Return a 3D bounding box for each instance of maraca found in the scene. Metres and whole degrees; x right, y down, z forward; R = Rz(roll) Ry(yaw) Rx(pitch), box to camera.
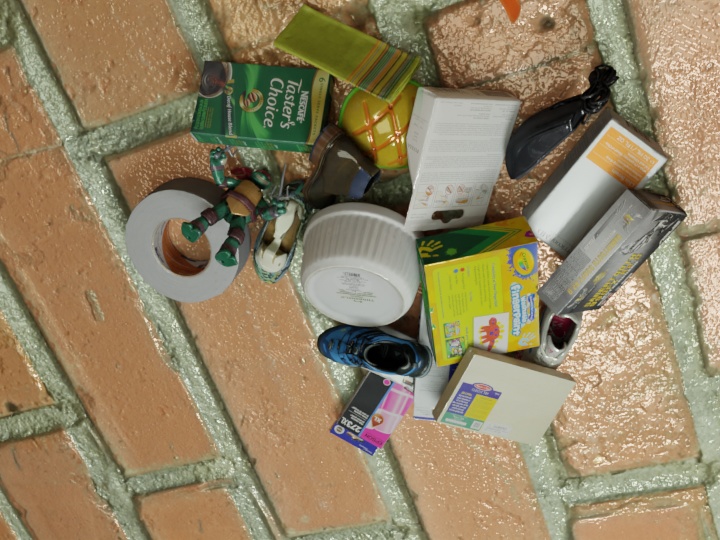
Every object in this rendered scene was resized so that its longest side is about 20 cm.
[{"bbox_3d":[0.066,-0.208,1.134,0.198,0.107,0.138,14,120,-15],"label":"maraca"}]

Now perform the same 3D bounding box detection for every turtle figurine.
[{"bbox_3d":[-0.182,-0.109,1.203,0.149,0.201,0.101,27,152,7],"label":"turtle figurine"}]

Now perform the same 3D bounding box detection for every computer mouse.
[{"bbox_3d":[0.266,-0.208,1.088,0.053,0.139,0.200,41,128,-5],"label":"computer mouse"}]

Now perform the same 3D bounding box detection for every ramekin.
[{"bbox_3d":[0.000,0.000,1.196,0.198,0.106,0.201,9,145,7],"label":"ramekin"}]

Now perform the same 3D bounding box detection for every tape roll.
[{"bbox_3d":[-0.287,-0.050,1.300,0.199,0.066,0.202,5,114,10],"label":"tape roll"}]

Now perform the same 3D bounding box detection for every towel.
[{"bbox_3d":[-0.019,-0.308,1.096,0.199,0.086,0.018,29,157,14],"label":"towel"}]

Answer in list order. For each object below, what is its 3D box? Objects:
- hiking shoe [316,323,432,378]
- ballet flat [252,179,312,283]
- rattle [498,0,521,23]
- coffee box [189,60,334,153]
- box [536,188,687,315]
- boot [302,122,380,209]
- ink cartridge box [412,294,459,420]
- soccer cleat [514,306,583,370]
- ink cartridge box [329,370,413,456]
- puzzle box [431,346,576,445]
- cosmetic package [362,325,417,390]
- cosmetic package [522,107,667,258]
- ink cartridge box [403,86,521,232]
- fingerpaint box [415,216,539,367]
[{"bbox_3d":[0.013,0.120,1.227,0.199,0.087,0.075,6,83,26],"label":"hiking shoe"},{"bbox_3d":[-0.135,-0.054,1.265,0.074,0.074,0.201,23,117,1],"label":"ballet flat"},{"bbox_3d":[0.152,-0.411,1.005,0.130,0.143,0.201,-33,99,4],"label":"rattle"},{"bbox_3d":[-0.144,-0.244,1.159,0.198,0.044,0.124,8,79,9],"label":"coffee box"},{"bbox_3d":[0.364,-0.024,1.125,0.048,0.158,0.200,50,119,26],"label":"box"},{"bbox_3d":[-0.028,-0.125,1.155,0.097,0.075,0.200,39,158,11],"label":"boot"},{"bbox_3d":[0.138,0.143,1.263,0.099,0.039,0.202,6,89,-1],"label":"ink cartridge box"},{"bbox_3d":[0.295,0.127,1.245,0.069,0.086,0.201,20,119,3],"label":"soccer cleat"},{"bbox_3d":[0.024,0.251,1.392,0.094,0.037,0.201,29,119,-2],"label":"ink cartridge box"},{"bbox_3d":[0.225,0.199,1.219,0.199,0.025,0.134,18,113,-23],"label":"puzzle box"},{"bbox_3d":[0.080,0.151,1.308,0.199,0.051,0.083,23,88,0],"label":"cosmetic package"},{"bbox_3d":[0.335,-0.122,1.132,0.101,0.071,0.200,33,117,-4],"label":"cosmetic package"},{"bbox_3d":[0.134,-0.159,1.120,0.160,0.050,0.201,-6,124,-34],"label":"ink cartridge box"},{"bbox_3d":[0.177,0.033,1.161,0.165,0.074,0.201,-12,127,0],"label":"fingerpaint box"}]
